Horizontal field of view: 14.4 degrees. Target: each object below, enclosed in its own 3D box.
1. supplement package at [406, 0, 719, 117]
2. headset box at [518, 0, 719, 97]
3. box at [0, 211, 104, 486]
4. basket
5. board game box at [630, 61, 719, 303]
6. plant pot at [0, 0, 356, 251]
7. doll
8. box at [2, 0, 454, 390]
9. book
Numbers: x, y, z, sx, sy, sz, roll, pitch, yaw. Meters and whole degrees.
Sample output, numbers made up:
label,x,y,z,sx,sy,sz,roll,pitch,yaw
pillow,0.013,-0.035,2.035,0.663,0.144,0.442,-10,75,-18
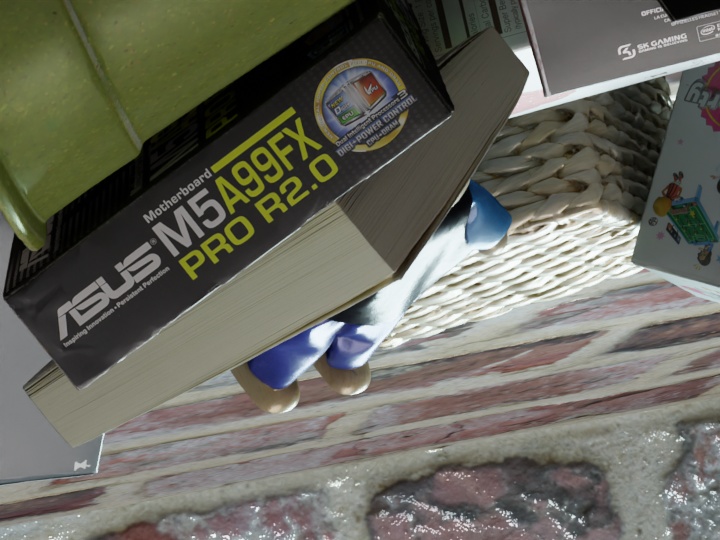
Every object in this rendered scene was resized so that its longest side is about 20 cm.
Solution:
label,x,y,z,sx,sy,sz,roll,pitch,yaw
supplement package,0.058,-0.133,1.185,0.199,0.120,0.121,-15,170,14
headset box,0.121,-0.147,1.006,0.148,0.077,0.200,-14,-146,6
box,-0.155,-0.023,1.245,0.079,0.141,0.200,-8,137,-23
basket,0.049,-0.068,1.413,0.199,0.162,0.198,-18,167,19
board game box,0.199,-0.084,1.378,0.064,0.201,0.147,15,179,20
plant pot,-0.063,-0.136,0.930,0.189,0.201,0.200,-24,170,-2
doll,0.000,0.000,1.249,0.136,0.049,0.200,-14,158,-28
box,-0.050,-0.048,1.029,0.160,0.044,0.200,-35,-165,7
book,-0.032,-0.012,1.117,0.200,0.048,0.134,-32,-168,43
